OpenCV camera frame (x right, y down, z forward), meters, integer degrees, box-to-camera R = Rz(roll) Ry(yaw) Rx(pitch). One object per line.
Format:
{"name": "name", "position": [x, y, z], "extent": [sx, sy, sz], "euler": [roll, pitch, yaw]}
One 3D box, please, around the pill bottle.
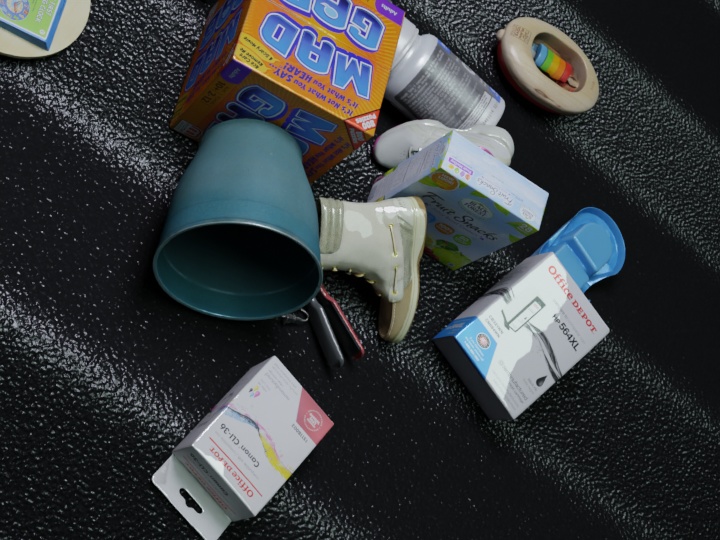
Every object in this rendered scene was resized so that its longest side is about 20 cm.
{"name": "pill bottle", "position": [0.101, -0.265, 1.631], "extent": [0.200, 0.114, 0.114], "euler": [39, 58, -16]}

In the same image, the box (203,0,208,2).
{"name": "box", "position": [-0.163, -0.476, 1.482], "extent": [0.124, 0.200, 0.149], "euler": [46, 56, -11]}

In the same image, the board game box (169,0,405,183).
{"name": "board game box", "position": [-0.094, -0.258, 1.452], "extent": [0.199, 0.200, 0.201], "euler": [26, 60, -22]}

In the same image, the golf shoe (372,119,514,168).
{"name": "golf shoe", "position": [0.113, -0.161, 1.572], "extent": [0.092, 0.198, 0.076], "euler": [-76, 163, -58]}

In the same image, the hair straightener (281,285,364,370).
{"name": "hair straightener", "position": [-0.071, 0.038, 1.466], "extent": [0.077, 0.041, 0.201], "euler": [-25, 88, -36]}

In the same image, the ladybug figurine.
{"name": "ladybug figurine", "position": [0.288, -0.318, 1.792], "extent": [0.199, 0.072, 0.136], "euler": [34, 60, -19]}

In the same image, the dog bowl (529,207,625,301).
{"name": "dog bowl", "position": [0.323, -0.013, 1.727], "extent": [0.200, 0.049, 0.112], "euler": [-39, 96, -34]}

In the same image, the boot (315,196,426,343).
{"name": "boot", "position": [0.000, 0.000, 1.480], "extent": [0.153, 0.072, 0.202], "euler": [-1, 111, -21]}

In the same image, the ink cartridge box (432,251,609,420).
{"name": "ink cartridge box", "position": [0.225, 0.090, 1.582], "extent": [0.200, 0.084, 0.146], "euler": [-39, 95, -19]}

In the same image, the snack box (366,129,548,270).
{"name": "snack box", "position": [0.125, -0.090, 1.535], "extent": [0.168, 0.200, 0.068], "euler": [30, 60, -20]}

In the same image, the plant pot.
{"name": "plant pot", "position": [-0.142, -0.072, 1.378], "extent": [0.199, 0.200, 0.189], "euler": [20, 50, -25]}

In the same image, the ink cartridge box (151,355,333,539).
{"name": "ink cartridge box", "position": [-0.139, 0.214, 1.348], "extent": [0.117, 0.067, 0.200], "euler": [49, 56, -9]}

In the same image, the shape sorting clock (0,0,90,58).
{"name": "shape sorting clock", "position": [-0.423, -0.350, 1.375], "extent": [0.199, 0.039, 0.202], "euler": [12, 67, -30]}

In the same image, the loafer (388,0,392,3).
{"name": "loafer", "position": [0.006, -0.365, 1.636], "extent": [0.072, 0.063, 0.201], "euler": [38, 58, -16]}
